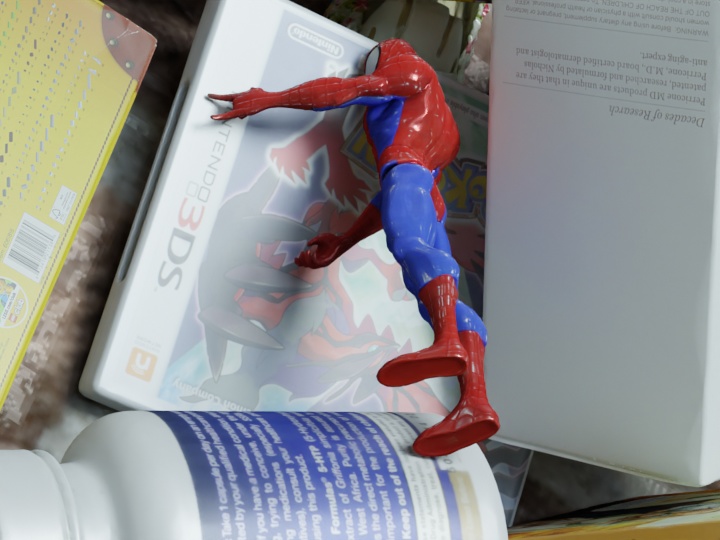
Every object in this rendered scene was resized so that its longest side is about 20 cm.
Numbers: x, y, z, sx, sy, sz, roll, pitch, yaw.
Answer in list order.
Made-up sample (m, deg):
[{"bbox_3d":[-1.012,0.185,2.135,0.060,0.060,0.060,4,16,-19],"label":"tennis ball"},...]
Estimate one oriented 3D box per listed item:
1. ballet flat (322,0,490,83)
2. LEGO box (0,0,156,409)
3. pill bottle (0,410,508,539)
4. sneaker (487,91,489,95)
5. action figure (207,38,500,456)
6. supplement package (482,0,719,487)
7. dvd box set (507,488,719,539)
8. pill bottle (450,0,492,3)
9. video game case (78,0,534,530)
[{"bbox_3d":[0.024,-0.118,1.317,0.075,0.064,0.201,22,59,-12],"label":"ballet flat"},{"bbox_3d":[-0.167,0.000,1.087,0.077,0.149,0.201,32,56,-18],"label":"LEGO box"},{"bbox_3d":[-0.056,0.112,1.129,0.199,0.120,0.120,2,69,-27],"label":"pill bottle"},{"bbox_3d":[0.143,-0.097,1.383,0.114,0.076,0.200,43,56,-13],"label":"sneaker"},{"bbox_3d":[-0.004,-0.016,1.177,0.201,0.098,0.065,-92,164,-44],"label":"action figure"},{"bbox_3d":[0.128,-0.028,1.219,0.117,0.117,0.201,-13,108,-50],"label":"supplement package"},{"bbox_3d":[0.148,0.106,1.205,0.146,0.199,0.030,-8,88,-45],"label":"dvd box set"},{"bbox_3d":[-0.024,-0.171,1.246,0.199,0.109,0.110,5,65,-1],"label":"pill bottle"},{"bbox_3d":[0.000,0.000,1.246,0.199,0.023,0.183,23,76,-24],"label":"video game case"}]
